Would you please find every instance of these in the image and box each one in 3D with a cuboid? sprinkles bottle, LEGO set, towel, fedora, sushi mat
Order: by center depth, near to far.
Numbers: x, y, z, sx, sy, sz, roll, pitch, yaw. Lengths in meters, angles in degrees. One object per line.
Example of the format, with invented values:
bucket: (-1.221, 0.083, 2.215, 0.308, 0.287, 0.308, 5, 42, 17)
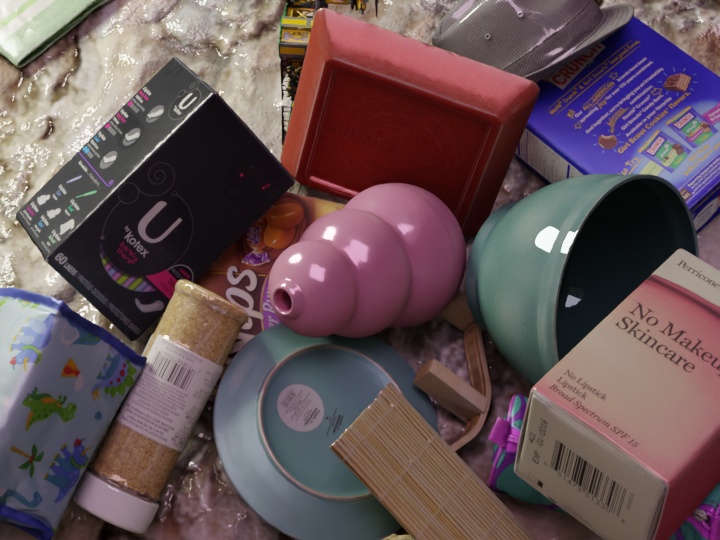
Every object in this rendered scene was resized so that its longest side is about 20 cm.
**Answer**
sushi mat: (0.067, 0.184, 1.284, 0.200, 0.012, 0.096, 47, 41, -2)
sprinkles bottle: (-0.162, 0.110, 1.332, 0.068, 0.068, 0.201, 24, 85, 17)
LEGO set: (-0.011, -0.184, 1.501, 0.115, 0.202, 0.154, 4, 36, 3)
fedora: (0.145, -0.230, 1.515, 0.199, 0.091, 0.177, -29, 15, 15)
towel: (-0.359, -0.305, 1.681, 0.200, 0.023, 0.152, 39, 67, 22)

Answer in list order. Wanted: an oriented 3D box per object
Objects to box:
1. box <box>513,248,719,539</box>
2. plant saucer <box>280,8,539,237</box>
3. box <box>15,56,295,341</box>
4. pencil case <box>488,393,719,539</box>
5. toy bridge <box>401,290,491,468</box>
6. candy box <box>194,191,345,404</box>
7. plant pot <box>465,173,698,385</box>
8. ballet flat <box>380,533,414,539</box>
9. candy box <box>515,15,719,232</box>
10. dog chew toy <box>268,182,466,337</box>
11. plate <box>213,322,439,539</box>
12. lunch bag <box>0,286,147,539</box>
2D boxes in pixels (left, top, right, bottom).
box: (0.229, 0.100, 1.241, 0.127, 0.110, 0.200, 34, 54, 25)
plant saucer: (0.033, -0.113, 1.413, 0.198, 0.201, 0.037, 20, 51, 1)
box: (-0.177, -0.062, 1.407, 0.200, 0.122, 0.106, -45, 36, -2)
pencil case: (0.202, 0.167, 1.310, 0.198, 0.092, 0.086, 18, 85, 15)
toy bridge: (0.077, 0.103, 1.377, 0.067, 0.027, 0.201, 36, 46, -15)
candy box: (-0.093, 0.024, 1.436, 0.115, 0.057, 0.201, 13, 57, 10)
plant pot: (0.173, 0.011, 1.371, 0.133, 0.201, 0.201, 14, 54, 43)
ballet flat: (0.004, 0.236, 1.234, 0.065, 0.200, 0.071, 7, 87, 25)
candy box: (0.256, -0.126, 1.507, 0.169, 0.077, 0.200, -39, 65, -19)
dog chew toy: (0.000, 0.000, 1.368, 0.124, 0.125, 0.199, 39, 37, 24)
plate: (-0.023, 0.127, 1.342, 0.198, 0.026, 0.202, 9, 62, -17)
lunch bag: (-0.294, 0.108, 1.331, 0.199, 0.127, 0.171, 10, 67, 46)
